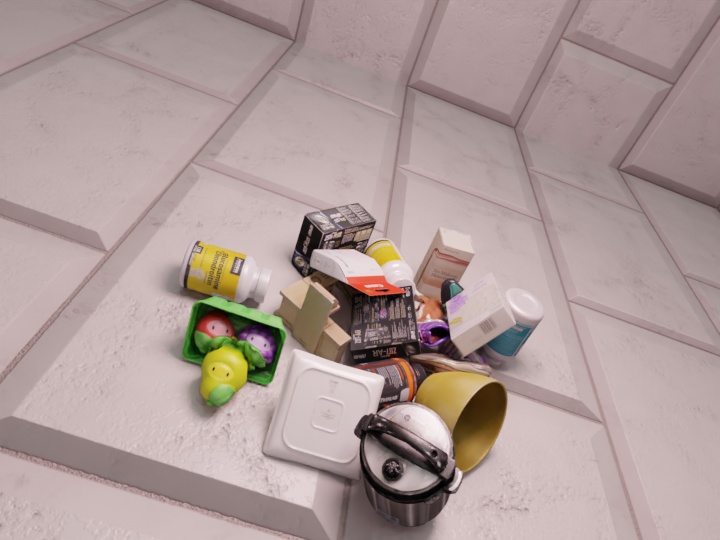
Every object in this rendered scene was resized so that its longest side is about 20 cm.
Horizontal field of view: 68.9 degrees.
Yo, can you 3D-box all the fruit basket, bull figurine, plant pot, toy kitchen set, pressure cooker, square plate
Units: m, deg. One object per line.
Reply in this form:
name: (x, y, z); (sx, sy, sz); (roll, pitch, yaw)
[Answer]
fruit basket: (-0.260, 0.162, 1.057); (0.211, 0.158, 0.216); (18, 19, -6)
bull figurine: (0.172, 0.115, 1.402); (0.120, 0.066, 0.200); (28, 35, 11)
plant pot: (0.197, 0.296, 1.112); (0.197, 0.205, 0.141); (-13, 26, -39)
toy kitchen set: (-0.065, 0.075, 1.238); (0.199, 0.165, 0.179); (39, 39, 21)
pressure cooker: (0.085, 0.338, 0.931); (0.172, 0.202, 0.181); (-11, 48, -3)
square plate: (-0.066, 0.275, 1.007); (0.196, 0.028, 0.203); (18, 76, -6)

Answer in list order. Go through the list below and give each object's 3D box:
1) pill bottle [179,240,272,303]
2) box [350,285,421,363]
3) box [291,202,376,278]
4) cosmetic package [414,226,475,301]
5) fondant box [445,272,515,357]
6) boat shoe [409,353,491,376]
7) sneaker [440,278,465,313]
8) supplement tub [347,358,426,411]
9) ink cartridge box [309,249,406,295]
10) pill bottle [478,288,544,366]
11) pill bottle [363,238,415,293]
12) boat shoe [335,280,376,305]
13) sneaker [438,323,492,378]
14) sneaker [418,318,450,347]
pill bottle: (-0.312, 0.009, 1.229); (0.196, 0.113, 0.113); (16, 37, -9)
box: (0.057, 0.123, 1.244); (0.156, 0.044, 0.202); (-10, 35, 6)
box: (-0.073, -0.079, 1.424); (0.198, 0.166, 0.086); (-19, 52, -41)
cosmetic package: (0.228, -0.006, 1.465); (0.101, 0.203, 0.088); (13, 35, -11)
fondant box: (0.282, 0.101, 1.259); (0.059, 0.143, 0.201); (50, 18, -12)
boat shoe: (0.202, 0.239, 1.223); (0.196, 0.074, 0.075); (8, -1, 30)
sneaker: (0.265, 0.094, 1.420); (0.202, 0.073, 0.088); (60, 12, -25)
supplement tub: (0.048, 0.249, 1.133); (0.196, 0.108, 0.108); (-3, 43, -33)
ink cartridge box: (0.000, 0.000, 1.274); (0.197, 0.058, 0.161); (20, 13, 36)
pill bottle: (0.377, 0.153, 1.350); (0.108, 0.203, 0.112); (15, 36, -11)
pill bottle: (0.079, 0.006, 1.418); (0.109, 0.113, 0.201); (7, 27, -20)
boat shoe: (-0.001, 0.049, 1.383); (0.075, 0.073, 0.200); (-21, 55, -43)
sneaker: (0.267, 0.223, 1.316); (0.087, 0.081, 0.202); (2, 47, -33)
sneaker: (0.131, 0.156, 1.269); (0.195, 0.083, 0.083); (-12, 89, -12)
